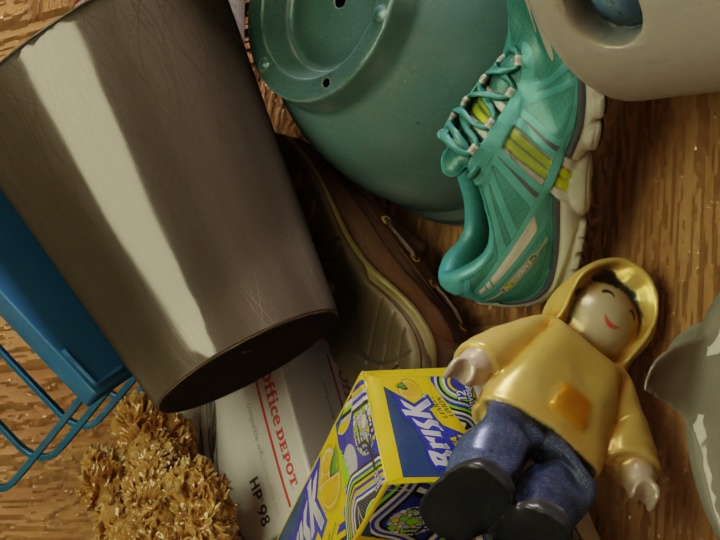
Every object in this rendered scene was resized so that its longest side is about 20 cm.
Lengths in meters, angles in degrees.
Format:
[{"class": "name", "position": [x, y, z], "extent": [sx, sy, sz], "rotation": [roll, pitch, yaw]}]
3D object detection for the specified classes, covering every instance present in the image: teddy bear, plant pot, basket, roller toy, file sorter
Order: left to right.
[{"class": "file sorter", "position": [-0.178, 0.022, 1.386], "extent": [0.139, 0.200, 0.123], "rotation": [45, 123, 6]}, {"class": "teddy bear", "position": [-0.112, 0.161, 1.304], "extent": [0.145, 0.067, 0.201], "rotation": [-34, 60, 38]}, {"class": "basket", "position": [-0.107, -0.035, 1.280], "extent": [0.180, 0.136, 0.201], "rotation": [-33, 77, 23]}, {"class": "plant pot", "position": [0.023, -0.137, 1.287], "extent": [0.200, 0.134, 0.202], "rotation": [-15, 69, 43]}, {"class": "roller toy", "position": [0.156, -0.177, 1.108], "extent": [0.139, 0.182, 0.201], "rotation": [-5, 66, 34]}]

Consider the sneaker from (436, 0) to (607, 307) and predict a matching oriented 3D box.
[{"class": "sneaker", "position": [0.080, -0.072, 1.198], "extent": [0.078, 0.079, 0.201], "rotation": [-120, 31, -64]}]

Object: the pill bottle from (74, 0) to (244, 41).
[{"class": "pill bottle", "position": [-0.127, -0.196, 1.477], "extent": [0.109, 0.109, 0.201], "rotation": [-15, 70, 43]}]

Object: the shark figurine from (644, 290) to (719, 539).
[{"class": "shark figurine", "position": [0.173, 0.079, 1.111], "extent": [0.128, 0.089, 0.216], "rotation": [-15, 67, 45]}]

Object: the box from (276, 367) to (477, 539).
[{"class": "box", "position": [0.007, 0.135, 1.227], "extent": [0.200, 0.064, 0.070], "rotation": [114, 149, -50]}]

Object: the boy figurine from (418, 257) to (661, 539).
[{"class": "boy figurine", "position": [0.102, 0.069, 1.152], "extent": [0.124, 0.200, 0.065], "rotation": [37, 133, 0]}]

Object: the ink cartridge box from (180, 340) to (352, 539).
[{"class": "ink cartridge box", "position": [-0.052, 0.115, 1.351], "extent": [0.200, 0.066, 0.116], "rotation": [-39, 54, 33]}]

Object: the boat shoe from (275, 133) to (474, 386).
[{"class": "boat shoe", "position": [0.000, 0.000, 1.322], "extent": [0.200, 0.067, 0.072], "rotation": [55, 130, 35]}]

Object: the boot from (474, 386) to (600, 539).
[{"class": "boot", "position": [0.076, 0.155, 1.200], "extent": [0.090, 0.073, 0.201], "rotation": [-44, 52, 23]}]
